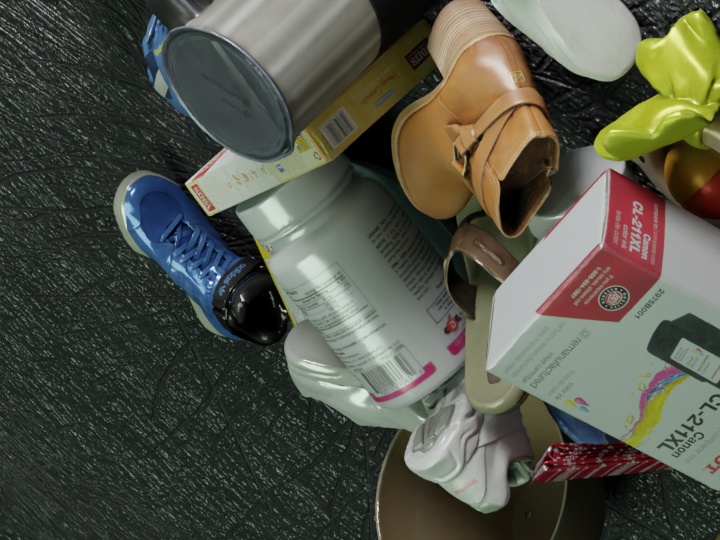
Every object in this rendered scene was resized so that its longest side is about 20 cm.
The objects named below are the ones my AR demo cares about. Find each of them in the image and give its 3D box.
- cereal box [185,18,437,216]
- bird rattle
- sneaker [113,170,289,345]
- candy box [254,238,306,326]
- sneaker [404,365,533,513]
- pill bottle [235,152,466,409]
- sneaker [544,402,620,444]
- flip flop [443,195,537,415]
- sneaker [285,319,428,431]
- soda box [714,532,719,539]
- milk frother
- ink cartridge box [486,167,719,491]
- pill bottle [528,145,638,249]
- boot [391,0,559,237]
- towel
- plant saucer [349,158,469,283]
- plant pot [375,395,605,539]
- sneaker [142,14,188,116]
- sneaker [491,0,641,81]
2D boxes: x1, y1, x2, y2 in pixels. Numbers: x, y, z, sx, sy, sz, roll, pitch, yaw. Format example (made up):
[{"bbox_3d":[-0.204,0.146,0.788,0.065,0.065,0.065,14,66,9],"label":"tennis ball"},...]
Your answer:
[{"bbox_3d":[-0.036,-0.114,1.768,0.040,0.144,0.200,52,149,-11],"label":"cereal box"},{"bbox_3d":[0.253,-0.074,1.554,0.199,0.113,0.163,31,164,-6],"label":"bird rattle"},{"bbox_3d":[-0.134,-0.009,2.098,0.111,0.077,0.200,15,145,50],"label":"sneaker"},{"bbox_3d":[-0.033,0.008,1.971,0.102,0.026,0.201,17,142,40],"label":"candy box"},{"bbox_3d":[0.098,0.122,1.829,0.078,0.200,0.099,-33,108,34],"label":"sneaker"},{"bbox_3d":[0.000,0.000,1.827,0.200,0.113,0.113,51,150,-13],"label":"pill bottle"},{"bbox_3d":[0.178,0.070,1.810,0.200,0.074,0.082,49,149,-14],"label":"sneaker"},{"bbox_3d":[0.093,0.009,1.752,0.057,0.201,0.081,19,155,-40],"label":"flip flop"},{"bbox_3d":[0.033,0.106,1.943,0.199,0.075,0.089,21,143,20],"label":"sneaker"},{"bbox_3d":[0.369,0.260,1.845,0.199,0.068,0.064,16,142,39],"label":"soda box"},{"bbox_3d":[-0.063,-0.170,1.679,0.180,0.188,0.200,34,149,19],"label":"milk frother"},{"bbox_3d":[0.208,0.043,1.579,0.199,0.083,0.146,27,130,-15],"label":"ink cartridge box"},{"bbox_3d":[0.191,0.012,1.688,0.112,0.112,0.201,6,135,47],"label":"pill bottle"},{"bbox_3d":[0.084,-0.074,1.660,0.201,0.073,0.155,95,156,-45],"label":"boot"},{"bbox_3d":[0.229,0.135,1.733,0.145,0.199,0.023,84,180,-80],"label":"towel"},{"bbox_3d":[0.029,-0.025,1.917,0.200,0.039,0.202,31,149,21],"label":"plant saucer"},{"bbox_3d":[0.131,0.199,1.970,0.200,0.201,0.134,12,173,43],"label":"plant pot"},{"bbox_3d":[-0.138,-0.192,1.865,0.082,0.074,0.200,36,150,15],"label":"sneaker"},{"bbox_3d":[0.102,-0.207,1.560,0.200,0.075,0.088,53,166,-17],"label":"sneaker"}]
